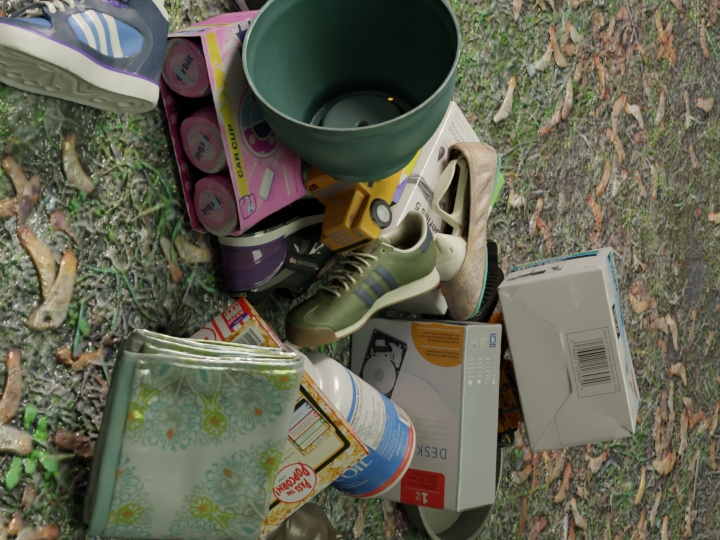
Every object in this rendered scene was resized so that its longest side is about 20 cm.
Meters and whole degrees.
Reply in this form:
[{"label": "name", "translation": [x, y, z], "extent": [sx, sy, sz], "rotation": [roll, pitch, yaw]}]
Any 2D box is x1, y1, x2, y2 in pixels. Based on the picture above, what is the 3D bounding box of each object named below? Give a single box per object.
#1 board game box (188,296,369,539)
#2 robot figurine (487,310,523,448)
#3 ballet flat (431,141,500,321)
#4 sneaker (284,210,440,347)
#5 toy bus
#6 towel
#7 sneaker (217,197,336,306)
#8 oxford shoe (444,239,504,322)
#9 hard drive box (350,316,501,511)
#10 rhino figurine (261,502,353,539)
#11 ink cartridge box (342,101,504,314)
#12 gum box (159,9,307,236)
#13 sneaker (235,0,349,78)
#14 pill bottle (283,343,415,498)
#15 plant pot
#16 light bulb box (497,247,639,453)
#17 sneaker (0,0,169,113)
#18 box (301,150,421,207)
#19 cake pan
[{"label": "board game box", "translation": [-0.108, 0.146, 1.406], "extent": [0.151, 0.046, 0.200], "rotation": [-38, 119, -1]}, {"label": "robot figurine", "translation": [0.170, 0.127, 1.807], "extent": [0.200, 0.058, 0.145], "rotation": [-62, 131, -68]}, {"label": "ballet flat", "translation": [0.104, -0.046, 1.630], "extent": [0.067, 0.068, 0.201], "rotation": [16, 75, -33]}, {"label": "sneaker", "translation": [0.000, 0.000, 1.528], "extent": [0.200, 0.067, 0.090], "rotation": [-25, 125, -34]}, {"label": "toy bus", "translation": [0.003, -0.117, 1.509], "extent": [0.078, 0.065, 0.200], "rotation": [40, 52, -29]}, {"label": "towel", "translation": [-0.150, 0.154, 1.340], "extent": [0.171, 0.048, 0.201], "rotation": [8, 109, -22]}, {"label": "sneaker", "translation": [-0.066, -0.019, 1.532], "extent": [0.200, 0.076, 0.088], "rotation": [-18, 111, -42]}, {"label": "oxford shoe", "translation": [0.137, 0.034, 1.763], "extent": [0.200, 0.072, 0.085], "rotation": [-60, 148, -66]}, {"label": "hard drive box", "translation": [0.070, 0.154, 1.651], "extent": [0.077, 0.156, 0.201], "rotation": [1, 91, -54]}, {"label": "rhino figurine", "translation": [-0.066, 0.283, 1.555], "extent": [0.200, 0.060, 0.088], "rotation": [33, 64, -52]}, {"label": "ink cartridge box", "translation": [0.069, -0.070, 1.693], "extent": [0.146, 0.084, 0.200], "rotation": [51, 54, -42]}, {"label": "gum box", "translation": [-0.123, -0.140, 1.437], "extent": [0.113, 0.066, 0.201], "rotation": [-34, 118, -51]}, {"label": "sneaker", "translation": [-0.057, -0.261, 1.496], "extent": [0.071, 0.099, 0.200], "rotation": [-55, 132, -34]}, {"label": "pill bottle", "translation": [-0.039, 0.152, 1.537], "extent": [0.200, 0.112, 0.113], "rotation": [38, 62, -44]}, {"label": "plant pot", "translation": [-0.003, -0.167, 1.407], "extent": [0.134, 0.200, 0.201], "rotation": [81, 31, -55]}, {"label": "light bulb box", "translation": [0.247, 0.087, 1.743], "extent": [0.200, 0.124, 0.199], "rotation": [-34, 113, -75]}, {"label": "sneaker", "translation": [-0.245, -0.226, 1.268], "extent": [0.200, 0.080, 0.147], "rotation": [15, 72, -50]}, {"label": "box", "translation": [0.023, -0.175, 1.619], "extent": [0.117, 0.048, 0.200], "rotation": [34, 60, -19]}, {"label": "cake pan", "translation": [0.109, 0.235, 1.809], "extent": [0.200, 0.037, 0.201], "rotation": [-6, 97, -54]}]
